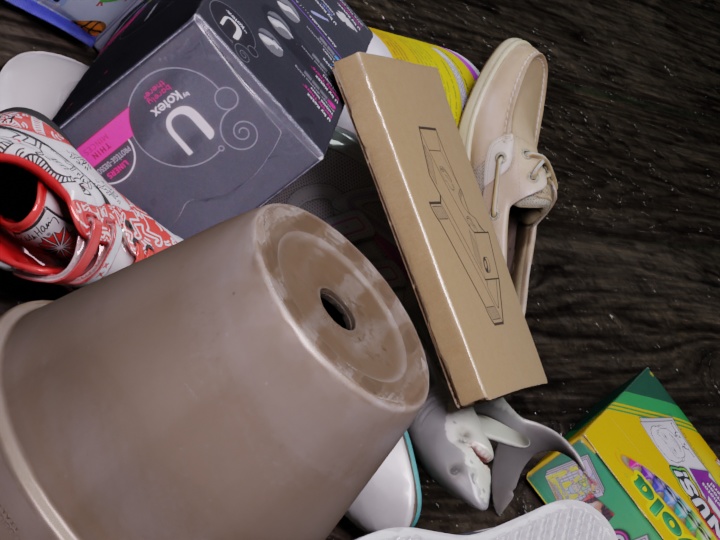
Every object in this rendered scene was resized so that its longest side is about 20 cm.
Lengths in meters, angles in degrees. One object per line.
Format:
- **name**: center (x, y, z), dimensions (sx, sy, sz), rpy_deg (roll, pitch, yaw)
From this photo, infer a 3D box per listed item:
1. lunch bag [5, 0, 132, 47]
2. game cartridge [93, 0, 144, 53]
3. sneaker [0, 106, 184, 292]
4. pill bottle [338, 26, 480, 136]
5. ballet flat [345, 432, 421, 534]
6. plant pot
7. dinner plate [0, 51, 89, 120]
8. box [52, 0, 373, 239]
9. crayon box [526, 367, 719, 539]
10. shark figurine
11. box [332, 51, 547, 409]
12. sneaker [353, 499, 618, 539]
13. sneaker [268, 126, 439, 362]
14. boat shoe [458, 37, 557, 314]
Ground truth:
- **lunch bag**: center (-0.177, -0.242, 1.475), dimensions (0.200, 0.170, 0.124), rpy_deg (30, 26, -44)
- **game cartridge**: center (-0.075, -0.184, 1.625), dimensions (0.041, 0.133, 0.200), rpy_deg (56, 22, 9)
- **sneaker**: center (-0.125, 0.002, 1.314), dimensions (0.201, 0.067, 0.108), rpy_deg (43, 11, -7)
- **pill bottle**: center (0.000, -0.106, 1.685), dimensions (0.200, 0.104, 0.104), rpy_deg (7, 49, -60)
- **ballet flat**: center (-0.025, 0.065, 1.446), dimensions (0.069, 0.069, 0.200), rpy_deg (26, 37, -47)
- **plant pot**: center (-0.070, 0.065, 1.209), dimensions (0.200, 0.173, 0.200), rpy_deg (40, 25, -23)
- **dinner plate**: center (-0.125, -0.048, 1.470), dimensions (0.200, 0.024, 0.200), rpy_deg (42, 23, -22)
- **box**: center (-0.081, -0.102, 1.443), dimensions (0.106, 0.122, 0.200), rpy_deg (48, 22, -13)
- **crayon box**: center (0.210, 0.177, 1.720), dimensions (0.200, 0.058, 0.173), rpy_deg (52, 22, 2)
- **shark figurine**: center (0.044, 0.091, 1.500), dimensions (0.128, 0.089, 0.214), rpy_deg (55, 12, 11)
- **box**: center (0.048, -0.023, 1.468), dimensions (0.200, 0.021, 0.163), rpy_deg (70, 16, 5)
- **sneaker**: center (0.044, 0.178, 1.394), dimensions (0.200, 0.079, 0.079), rpy_deg (-7, 66, -35)
- **sneaker**: center (0.000, 0.000, 1.547), dimensions (0.200, 0.081, 0.088), rpy_deg (55, 25, -7)
- **boat shoe**: center (0.099, -0.052, 1.700), dimensions (0.072, 0.065, 0.201), rpy_deg (30, 71, -59)
